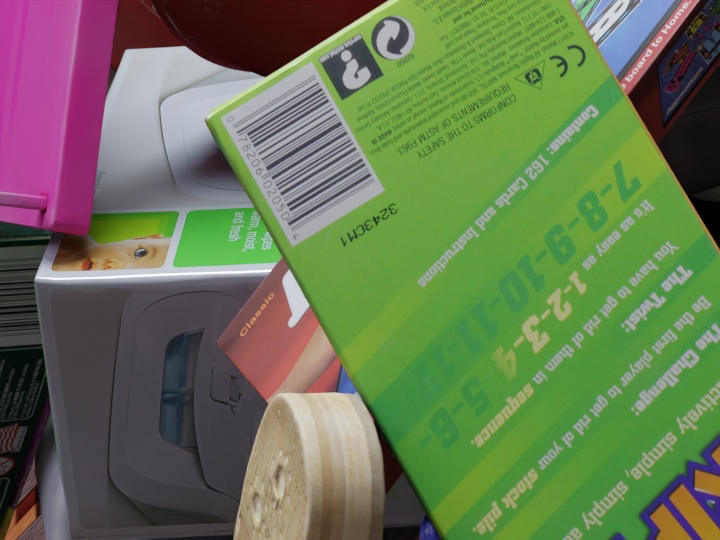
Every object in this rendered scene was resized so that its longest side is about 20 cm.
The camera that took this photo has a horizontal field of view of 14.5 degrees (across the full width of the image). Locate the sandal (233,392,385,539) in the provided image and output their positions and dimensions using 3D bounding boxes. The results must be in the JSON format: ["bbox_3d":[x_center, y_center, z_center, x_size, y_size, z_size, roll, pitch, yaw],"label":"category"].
[{"bbox_3d":[-0.049,0.125,0.728,0.078,0.070,0.212,-120,37,-58],"label":"sandal"}]

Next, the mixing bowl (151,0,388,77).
[{"bbox_3d":[0.039,-0.122,0.873,0.200,0.108,0.200,-33,-35,-27],"label":"mixing bowl"}]

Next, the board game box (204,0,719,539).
[{"bbox_3d":[0.050,0.023,0.700,0.096,0.200,0.030,-31,-13,8],"label":"board game box"}]

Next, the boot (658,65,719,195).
[{"bbox_3d":[0.138,-0.058,0.775,0.200,0.070,0.132,-21,14,1],"label":"boot"}]

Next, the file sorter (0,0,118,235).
[{"bbox_3d":[-0.173,-0.094,0.888,0.200,0.125,0.139,10,92,60],"label":"file sorter"}]

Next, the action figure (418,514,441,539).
[{"bbox_3d":[0.054,0.076,0.753,0.065,0.099,0.200,79,-145,-70],"label":"action figure"}]

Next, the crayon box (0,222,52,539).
[{"bbox_3d":[-0.159,-0.017,1.065,0.200,0.058,0.173,114,145,-47],"label":"crayon box"}]

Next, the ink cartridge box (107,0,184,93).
[{"bbox_3d":[-0.052,-0.021,1.112,0.045,0.200,0.176,-55,15,-20],"label":"ink cartridge box"}]

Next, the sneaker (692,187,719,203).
[{"bbox_3d":[0.123,-0.069,1.026,0.200,0.072,0.073,-88,11,-62],"label":"sneaker"}]

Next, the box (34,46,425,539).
[{"bbox_3d":[0.000,0.000,0.927,0.176,0.097,0.200,-3,25,6],"label":"box"}]

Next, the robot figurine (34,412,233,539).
[{"bbox_3d":[-0.063,0.080,1.049,0.170,0.113,0.200,-55,13,4],"label":"robot figurine"}]

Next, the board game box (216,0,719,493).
[{"bbox_3d":[0.042,-0.038,0.767,0.200,0.019,0.103,-52,26,3],"label":"board game box"}]
